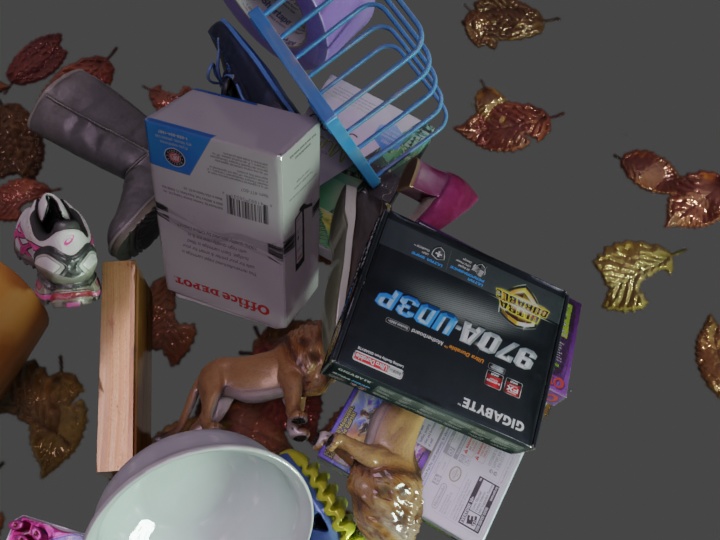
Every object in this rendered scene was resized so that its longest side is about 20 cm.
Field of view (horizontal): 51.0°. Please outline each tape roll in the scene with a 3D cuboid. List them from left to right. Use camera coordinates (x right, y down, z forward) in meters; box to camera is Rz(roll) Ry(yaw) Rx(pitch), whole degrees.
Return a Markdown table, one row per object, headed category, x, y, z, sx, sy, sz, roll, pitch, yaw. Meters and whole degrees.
| category | x | y | z | sx | sy | sz | roll | pitch | yaw |
| --- | --- | --- | --- | --- | --- | --- | --- | --- | --- |
| tape roll | -0.084 | -0.336 | 0.865 | 0.200 | 0.200 | 0.085 | 39 | 73 | 11 |

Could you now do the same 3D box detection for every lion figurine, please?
| category | x | y | z | sx | sy | sz | roll | pitch | yaw |
| --- | --- | --- | --- | --- | --- | --- | --- | --- | --- |
| lion figurine | -0.105 | 0.112 | 0.762 | 0.199 | 0.073 | 0.123 | -6 | 52 | 1 |
| lion figurine | 0.029 | 0.149 | 0.712 | 0.122 | 0.072 | 0.201 | 32 | 63 | -15 |

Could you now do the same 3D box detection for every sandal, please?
| category | x | y | z | sx | sy | sz | roll | pitch | yaw |
| --- | --- | --- | --- | --- | --- | --- | --- | --- | --- |
| sandal | -0.036 | 0.265 | 0.716 | 0.087 | 0.080 | 0.201 | -31 | 71 | -1 |

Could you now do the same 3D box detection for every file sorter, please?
| category | x | y | z | sx | sy | sz | roll | pitch | yaw |
| --- | --- | --- | --- | --- | --- | --- | --- | --- | --- |
| file sorter | 0.002 | -0.198 | 0.767 | 0.122 | 0.200 | 0.139 | -35 | 74 | 4 |

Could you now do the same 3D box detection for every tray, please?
| category | x | y | z | sx | sy | sz | roll | pitch | yaw |
| --- | --- | --- | --- | --- | --- | --- | --- | --- | --- |
| tray | -0.232 | 0.102 | 0.753 | 0.037 | 0.099 | 0.201 | -3 | 70 | -7 |

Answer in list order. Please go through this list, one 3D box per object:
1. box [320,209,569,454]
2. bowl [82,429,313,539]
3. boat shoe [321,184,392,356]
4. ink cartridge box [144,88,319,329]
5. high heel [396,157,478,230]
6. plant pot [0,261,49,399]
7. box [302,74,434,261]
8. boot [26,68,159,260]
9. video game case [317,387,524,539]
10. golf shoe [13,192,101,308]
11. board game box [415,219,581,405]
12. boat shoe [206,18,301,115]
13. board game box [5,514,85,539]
| category | x | y | z | sx | sy | sz | roll | pitch | yaw |
| --- | --- | --- | --- | --- | --- | --- | --- | --- | --- |
| box | 0.081 | 0.056 | 0.692 | 0.199 | 0.046 | 0.160 | 25 | 65 | -8 |
| bowl | -0.150 | 0.215 | 0.676 | 0.200 | 0.202 | 0.090 | -26 | 33 | -11 |
| boat shoe | 0.000 | 0.000 | 0.761 | 0.060 | 0.072 | 0.202 | 15 | 54 | -14 |
| ink cartridge box | -0.120 | -0.059 | 0.747 | 0.145 | 0.201 | 0.084 | 17 | 40 | 17 |
| high heel | 0.065 | -0.019 | 0.840 | 0.096 | 0.067 | 0.201 | 25 | 73 | -22 |
| plant pot | -0.410 | 0.076 | 0.720 | 0.199 | 0.201 | 0.184 | 30 | 56 | 9 |
| box | -0.023 | -0.116 | 0.874 | 0.144 | 0.036 | 0.201 | 28 | 72 | 8 |
| boot | -0.291 | -0.125 | 0.848 | 0.199 | 0.073 | 0.182 | 31 | 58 | 2 |
| video game case | 0.081 | 0.149 | 0.776 | 0.181 | 0.045 | 0.201 | 29 | 71 | 7 |
| golf shoe | -0.307 | -0.039 | 0.768 | 0.072 | 0.093 | 0.200 | -7 | 24 | -32 |
| board game box | 0.125 | 0.041 | 0.764 | 0.199 | 0.032 | 0.120 | 27 | 49 | -5 |
| boat shoe | -0.137 | -0.216 | 0.873 | 0.069 | 0.084 | 0.200 | -38 | 57 | 8 |
| board game box | -0.270 | 0.354 | 0.699 | 0.199 | 0.026 | 0.201 | 15 | 70 | 4 |
